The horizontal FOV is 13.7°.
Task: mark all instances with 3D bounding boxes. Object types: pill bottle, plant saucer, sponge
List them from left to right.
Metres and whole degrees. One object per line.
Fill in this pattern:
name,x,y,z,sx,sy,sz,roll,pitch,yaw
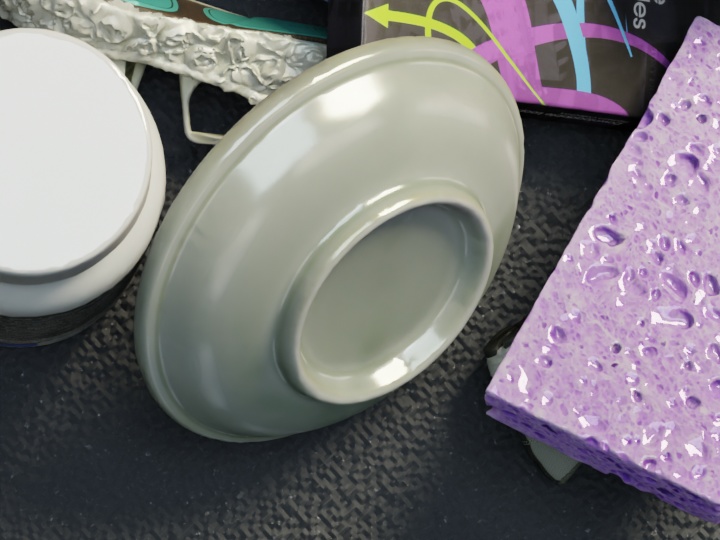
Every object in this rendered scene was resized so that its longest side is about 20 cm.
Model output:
pill bottle,-0.138,-0.033,1.226,0.113,0.200,0.115,1,83,-8
plant saucer,0.000,0.000,1.247,0.200,0.201,0.050,-38,54,-10
sponge,0.147,-0.002,1.278,0.111,0.030,0.201,26,71,13

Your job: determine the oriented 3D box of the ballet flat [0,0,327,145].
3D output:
ballet flat,-0.080,-0.091,1.310,0.199,0.072,0.072,14,82,-5

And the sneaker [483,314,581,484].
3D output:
sneaker,0.157,0.037,1.329,0.199,0.074,0.080,-17,95,-3

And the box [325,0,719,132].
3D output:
box,0.078,-0.140,1.314,0.199,0.036,0.144,5,83,-33

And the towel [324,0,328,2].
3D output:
towel,-0.058,-0.221,1.314,0.199,0.024,0.148,29,81,-4
